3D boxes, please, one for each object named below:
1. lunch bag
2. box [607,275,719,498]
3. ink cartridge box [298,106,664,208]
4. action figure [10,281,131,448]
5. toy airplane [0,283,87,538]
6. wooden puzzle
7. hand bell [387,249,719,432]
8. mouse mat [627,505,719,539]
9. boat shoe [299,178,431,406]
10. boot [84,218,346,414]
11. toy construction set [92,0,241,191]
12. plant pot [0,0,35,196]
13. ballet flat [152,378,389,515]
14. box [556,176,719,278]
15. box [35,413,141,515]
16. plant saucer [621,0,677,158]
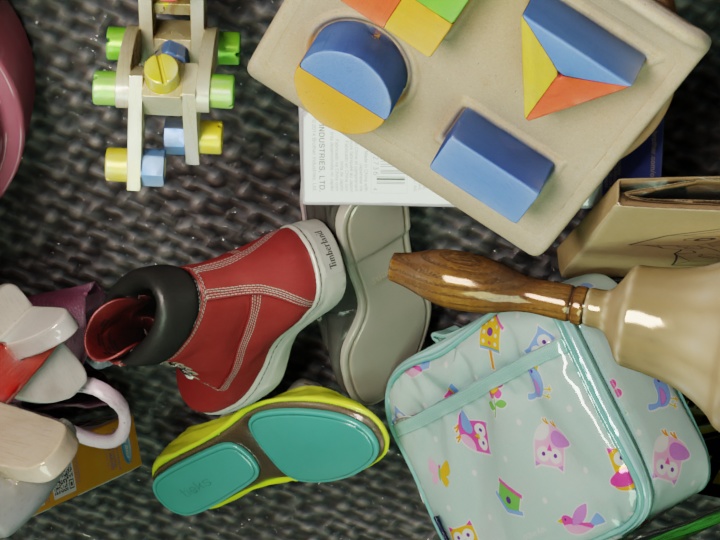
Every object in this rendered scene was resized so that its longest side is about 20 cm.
[{"bbox_3d":[0.101,0.095,1.318,0.200,0.077,0.161,-34,81,50],"label":"lunch bag"},{"bbox_3d":[0.213,0.071,1.383,0.199,0.049,0.160,11,137,-7],"label":"box"},{"bbox_3d":[0.066,-0.095,1.204,0.199,0.042,0.120,2,110,6],"label":"ink cartridge box"},{"bbox_3d":[-0.240,0.068,1.354,0.199,0.149,0.134,-10,141,-5],"label":"action figure"},{"bbox_3d":[-0.230,0.099,1.215,0.198,0.200,0.142,-16,103,9],"label":"toy airplane"},{"bbox_3d":[0.048,-0.098,1.094,0.185,0.046,0.200,32,141,-3],"label":"wooden puzzle"},{"bbox_3d":[0.112,0.016,1.204,0.199,0.104,0.104,13,137,13],"label":"hand bell"},{"bbox_3d":[0.188,0.161,1.348,0.199,0.008,0.161,-14,166,-39],"label":"mouse mat"},{"bbox_3d":[0.000,0.000,1.332,0.067,0.057,0.200,-27,142,-19],"label":"boat shoe"},{"bbox_3d":[-0.109,0.041,1.302,0.144,0.073,0.200,-16,161,-29],"label":"boot"},{"bbox_3d":[-0.092,-0.149,1.125,0.092,0.131,0.200,13,135,-10],"label":"toy construction set"},{"bbox_3d":[-0.286,-0.059,1.195,0.199,0.179,0.201,3,134,3],"label":"plant pot"},{"bbox_3d":[-0.054,0.103,1.409,0.200,0.067,0.067,-21,115,39],"label":"ballet flat"},{"bbox_3d":[0.202,-0.022,1.220,0.163,0.021,0.200,-1,171,-4],"label":"box"},{"bbox_3d":[-0.224,0.127,1.382,0.119,0.200,0.042,-8,92,23],"label":"box"},{"bbox_3d":[0.068,-0.132,1.111,0.199,0.038,0.201,17,140,15],"label":"plant saucer"}]
